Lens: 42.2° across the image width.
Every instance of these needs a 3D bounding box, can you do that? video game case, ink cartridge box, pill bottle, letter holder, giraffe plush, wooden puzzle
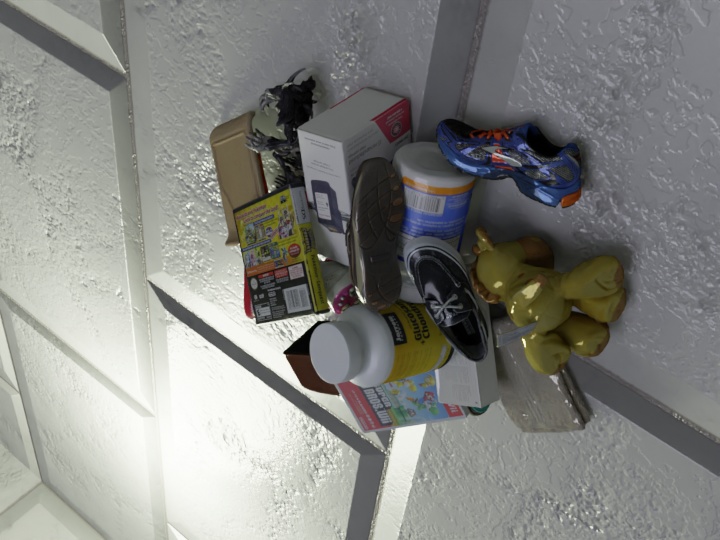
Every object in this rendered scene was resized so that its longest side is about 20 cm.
[{"bbox_3d":[0.054,0.183,1.451,0.199,0.017,0.143,-15,113,34],"label":"video game case"},{"bbox_3d":[0.000,-0.126,1.285,0.084,0.145,0.201,22,134,34],"label":"ink cartridge box"},{"bbox_3d":[0.032,0.097,1.280,0.112,0.199,0.113,10,104,46],"label":"pill bottle"},{"bbox_3d":[-0.010,0.172,1.585,0.199,0.101,0.143,-2,121,47],"label":"letter holder"},{"bbox_3d":[-0.118,-0.018,1.340,0.200,0.025,0.182,-14,88,58],"label":"video game case"},{"bbox_3d":[0.085,-0.061,1.256,0.112,0.112,0.201,28,128,27],"label":"pill bottle"},{"bbox_3d":[0.216,0.022,1.193,0.162,0.199,0.173,52,137,47],"label":"giraffe plush"},{"bbox_3d":[-0.187,-0.142,1.485,0.185,0.037,0.201,-1,96,63],"label":"wooden puzzle"}]

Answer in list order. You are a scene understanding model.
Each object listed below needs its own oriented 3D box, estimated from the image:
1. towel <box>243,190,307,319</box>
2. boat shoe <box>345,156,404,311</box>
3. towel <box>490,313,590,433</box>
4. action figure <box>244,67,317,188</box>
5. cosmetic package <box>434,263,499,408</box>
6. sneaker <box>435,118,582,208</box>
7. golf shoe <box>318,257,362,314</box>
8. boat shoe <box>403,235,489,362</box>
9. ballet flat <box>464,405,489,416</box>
[{"bbox_3d":[-0.131,-0.021,1.434,0.200,0.022,0.145,-34,53,50],"label":"towel"},{"bbox_3d":[0.008,-0.049,1.207,0.073,0.074,0.201,27,120,55],"label":"boat shoe"},{"bbox_3d":[0.244,0.149,1.356,0.132,0.034,0.201,-12,109,49],"label":"towel"},{"bbox_3d":[-0.113,-0.209,1.360,0.101,0.119,0.201,12,139,13],"label":"action figure"},{"bbox_3d":[0.146,0.092,1.346,0.082,0.050,0.201,1,100,48],"label":"cosmetic package"},{"bbox_3d":[0.186,-0.151,1.146,0.199,0.075,0.079,24,127,20],"label":"sneaker"},{"bbox_3d":[0.000,0.000,1.360,0.091,0.200,0.076,36,116,22],"label":"golf shoe"},{"bbox_3d":[0.116,0.042,1.219,0.071,0.068,0.200,-20,126,15],"label":"boat shoe"},{"bbox_3d":[0.134,0.137,1.438,0.071,0.071,0.201,-12,112,50],"label":"ballet flat"}]
